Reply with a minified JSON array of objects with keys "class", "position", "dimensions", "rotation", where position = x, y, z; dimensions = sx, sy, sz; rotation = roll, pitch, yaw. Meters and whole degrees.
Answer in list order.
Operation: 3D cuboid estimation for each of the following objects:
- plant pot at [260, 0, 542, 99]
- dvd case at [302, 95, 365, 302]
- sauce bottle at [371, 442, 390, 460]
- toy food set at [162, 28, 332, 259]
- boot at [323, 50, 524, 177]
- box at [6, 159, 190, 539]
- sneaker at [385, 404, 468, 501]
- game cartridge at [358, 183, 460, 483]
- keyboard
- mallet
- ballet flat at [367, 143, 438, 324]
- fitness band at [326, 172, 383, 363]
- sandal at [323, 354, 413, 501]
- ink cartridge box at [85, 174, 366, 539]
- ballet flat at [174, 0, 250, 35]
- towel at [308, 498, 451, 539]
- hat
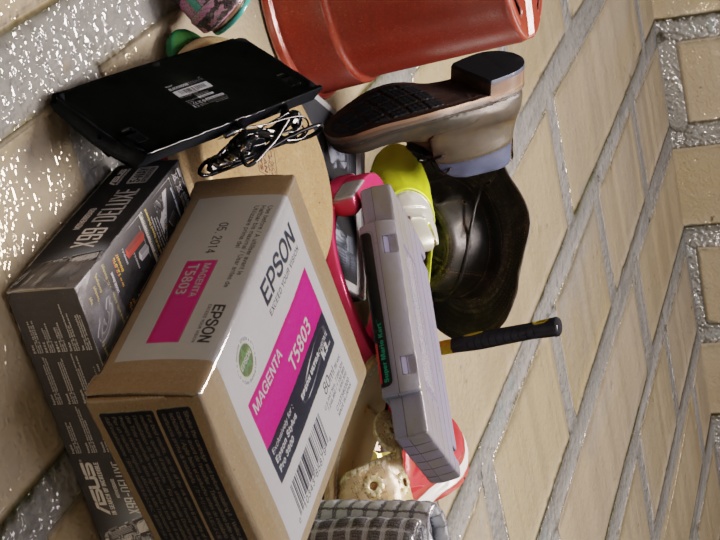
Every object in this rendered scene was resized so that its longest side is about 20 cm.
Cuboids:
[{"class":"plant pot","position":[0.041,-0.253,1.279],"dimensions":[0.200,0.193,0.204],"rotation":[-5,90,-70]},{"class":"dvd case","position":[-0.040,-0.067,1.265],"dimensions":[0.200,0.024,0.153],"rotation":[32,56,-66]},{"class":"sauce bottle","position":[-0.005,0.160,1.248],"dimensions":[0.065,0.064,0.203],"rotation":[15,62,-68]},{"class":"toy food set","position":[-0.084,-0.071,1.081],"dimensions":[0.197,0.048,0.203],"rotation":[-8,83,-63]},{"class":"boot","position":[0.060,-0.110,1.312],"dimensions":[0.198,0.075,0.098],"rotation":[-22,125,-25]},{"class":"box","position":[-0.131,0.058,0.952],"dimensions":[0.158,0.049,0.202],"rotation":[-62,142,-55]},{"class":"sneaker","position":[0.042,0.144,1.365],"dimensions":[0.200,0.077,0.117],"rotation":[-52,134,-63]},{"class":"game cartridge","position":[0.036,0.049,1.185],"dimensions":[0.130,0.038,0.202],"rotation":[49,30,-61]},{"class":"keyboard","position":[-0.101,-0.093,0.982],"dimensions":[0.199,0.104,0.040],"rotation":[-30,148,-52]},{"class":"mallet","position":[0.067,0.067,1.278],"dimensions":[0.066,0.198,0.042],"rotation":[-37,113,-59]},{"class":"ballet flat","position":[0.041,-0.007,1.359],"dimensions":[0.067,0.066,0.203],"rotation":[-155,-115,-64]},{"class":"fitness band","position":[0.000,0.000,1.236],"dimensions":[0.200,0.037,0.146],"rotation":[-52,133,-72]},{"class":"sandal","position":[0.008,0.176,1.162],"dimensions":[0.078,0.069,0.214],"rotation":[23,88,-67]},{"class":"ink cartridge box","position":[-0.072,0.067,0.932],"dimensions":[0.201,0.074,0.166],"rotation":[-69,148,-47]},{"class":"ballet flat","position":[-0.091,-0.242,1.122],"dimensions":[0.071,0.069,0.201],"rotation":[47,35,-18]},{"class":"towel","position":[-0.014,0.261,1.062],"dimensions":[0.085,0.164,0.203],"rotation":[-23,106,-65]},{"class":"hat","position":[0.069,-0.032,1.435],"dimensions":[0.080,0.200,0.204],"rotation":[1,83,-30]}]
